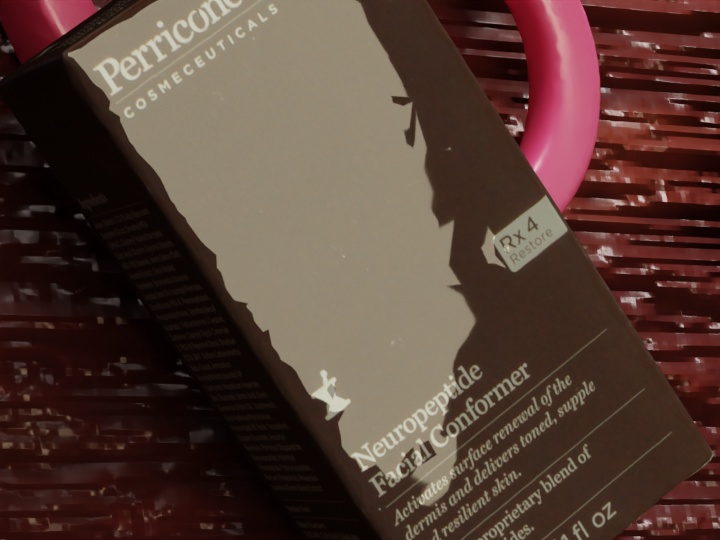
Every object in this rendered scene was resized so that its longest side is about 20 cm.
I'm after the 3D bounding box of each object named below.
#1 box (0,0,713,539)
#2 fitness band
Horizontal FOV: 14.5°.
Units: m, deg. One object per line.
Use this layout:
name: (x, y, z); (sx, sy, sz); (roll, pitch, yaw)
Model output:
box: (0.000, 0.000, 0.787); (0.100, 0.075, 0.201); (-37, 99, -19)
fitness band: (-0.016, -0.077, 0.858); (0.199, 0.037, 0.144); (29, 60, -17)
